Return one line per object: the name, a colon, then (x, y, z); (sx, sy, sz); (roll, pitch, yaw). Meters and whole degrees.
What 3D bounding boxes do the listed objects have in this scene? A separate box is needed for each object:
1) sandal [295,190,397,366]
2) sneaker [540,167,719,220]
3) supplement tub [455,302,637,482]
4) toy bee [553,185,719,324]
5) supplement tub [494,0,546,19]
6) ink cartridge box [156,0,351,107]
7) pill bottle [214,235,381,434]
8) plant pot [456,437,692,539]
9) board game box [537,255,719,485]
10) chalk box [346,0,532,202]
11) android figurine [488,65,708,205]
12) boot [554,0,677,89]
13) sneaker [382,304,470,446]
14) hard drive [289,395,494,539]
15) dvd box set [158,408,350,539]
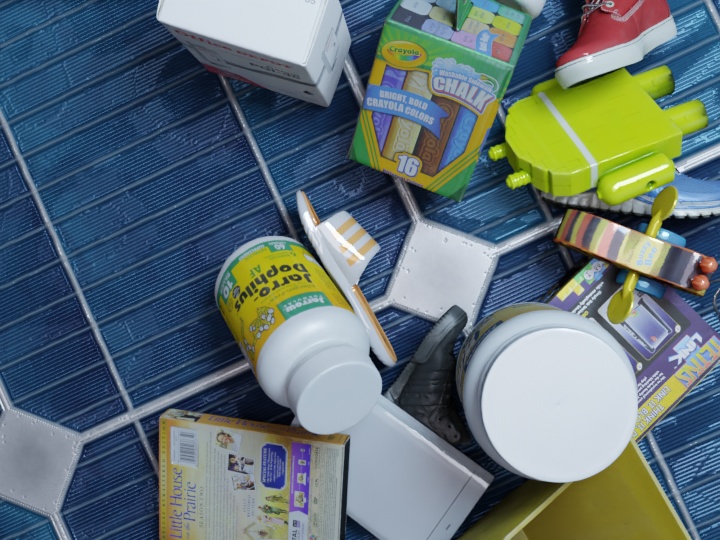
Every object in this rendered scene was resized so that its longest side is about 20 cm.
sandal: (0.000, 0.000, 0.929); (0.059, 0.079, 0.207); (-30, 97, 2)
sneaker: (0.288, -0.098, 0.904); (0.200, 0.079, 0.089); (8, 93, 4)
supplement tub: (0.161, 0.104, 0.795); (0.145, 0.200, 0.145); (0, 90, 3)
toy bee: (0.286, -0.014, 0.833); (0.200, 0.109, 0.131); (1, 90, 4)
supplement tub: (0.158, -0.363, 0.886); (0.132, 0.132, 0.200); (24, 91, 4)
ink cartridge box: (-0.096, -0.234, 0.868); (0.146, 0.200, 0.083); (18, 91, 4)
pill bottle: (-0.060, 0.061, 0.861); (0.113, 0.200, 0.113); (-15, 129, -20)
plant pot: (0.185, 0.298, 0.842); (0.200, 0.176, 0.200); (-29, 87, -37)
board game box: (0.246, 0.089, 0.918); (0.200, 0.057, 0.165); (-45, 89, 3)
chalk box: (0.082, -0.192, 0.848); (0.124, 0.125, 0.200); (22, 132, 4)
android figurine: (0.226, -0.136, 0.875); (0.200, 0.041, 0.182); (-23, 48, -3)
boot: (0.225, -0.262, 0.853); (0.072, 0.200, 0.144); (-11, 109, 44)
sneaker: (0.079, 0.142, 0.928); (0.104, 0.060, 0.200); (36, 101, 7)
hard drive: (0.018, 0.200, 0.913); (0.200, 0.027, 0.132); (35, 115, 12)
dvd box set: (-0.112, 0.227, 0.927); (0.200, 0.029, 0.146); (5, 104, 13)
